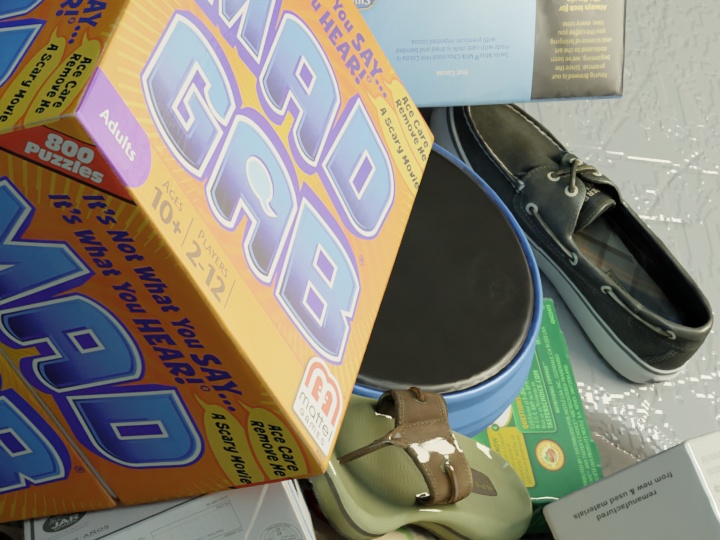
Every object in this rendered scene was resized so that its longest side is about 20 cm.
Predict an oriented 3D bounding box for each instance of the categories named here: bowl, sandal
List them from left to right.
[{"bbox_3d":[0.000,0.000,1.406,0.200,0.039,0.201,15,47,-16],"label":"bowl"},{"bbox_3d":[0.026,0.081,1.289,0.201,0.057,0.080,15,45,-56],"label":"sandal"}]

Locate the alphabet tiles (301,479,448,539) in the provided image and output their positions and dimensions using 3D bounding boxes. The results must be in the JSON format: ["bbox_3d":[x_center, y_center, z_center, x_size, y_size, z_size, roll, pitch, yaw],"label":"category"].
[{"bbox_3d":[0.047,0.160,1.294,0.196,0.015,0.200,21,33,-45],"label":"alphabet tiles"}]

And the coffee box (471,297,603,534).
[{"bbox_3d":[0.020,0.074,1.423,0.200,0.044,0.123,0,62,-29],"label":"coffee box"}]

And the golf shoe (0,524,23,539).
[{"bbox_3d":[-0.185,0.135,1.243,0.200,0.094,0.078,4,59,-29],"label":"golf shoe"}]

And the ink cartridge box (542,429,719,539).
[{"bbox_3d":[0.184,0.184,1.368,0.200,0.083,0.146,66,20,8],"label":"ink cartridge box"}]

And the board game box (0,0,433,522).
[{"bbox_3d":[-0.119,-0.041,1.159,0.200,0.200,0.200,57,36,-35],"label":"board game box"}]

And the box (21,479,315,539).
[{"bbox_3d":[-0.087,0.087,1.235,0.117,0.200,0.060,-23,114,1],"label":"box"}]

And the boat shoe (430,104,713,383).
[{"bbox_3d":[0.119,-0.029,1.530,0.069,0.057,0.200,-35,82,-38],"label":"boat shoe"}]

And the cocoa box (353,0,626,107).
[{"bbox_3d":[0.025,-0.155,1.470,0.200,0.133,0.131,-4,101,-26],"label":"cocoa box"}]
